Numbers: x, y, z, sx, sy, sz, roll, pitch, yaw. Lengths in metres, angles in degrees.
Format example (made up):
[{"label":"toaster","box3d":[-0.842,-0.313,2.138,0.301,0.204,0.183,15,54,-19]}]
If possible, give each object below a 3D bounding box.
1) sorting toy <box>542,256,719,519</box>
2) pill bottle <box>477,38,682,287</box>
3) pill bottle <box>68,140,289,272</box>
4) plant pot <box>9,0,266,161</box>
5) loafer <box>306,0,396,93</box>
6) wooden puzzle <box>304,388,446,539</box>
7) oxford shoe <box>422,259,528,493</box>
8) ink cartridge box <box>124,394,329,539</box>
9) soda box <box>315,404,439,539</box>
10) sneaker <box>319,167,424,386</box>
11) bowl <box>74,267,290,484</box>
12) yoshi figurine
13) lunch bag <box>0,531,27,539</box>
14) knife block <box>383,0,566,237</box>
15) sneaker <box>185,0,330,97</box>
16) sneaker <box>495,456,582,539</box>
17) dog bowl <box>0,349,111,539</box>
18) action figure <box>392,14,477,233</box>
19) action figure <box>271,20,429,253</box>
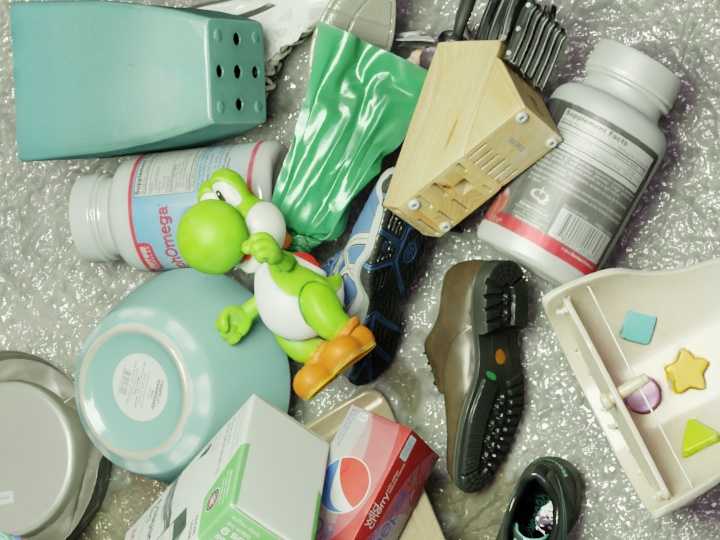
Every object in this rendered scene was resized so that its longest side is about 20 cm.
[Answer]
[{"label":"sorting toy","box3d":[0.275,0.079,1.315,0.179,0.107,0.201,-27,74,3]},{"label":"pill bottle","box3d":[0.191,-0.089,1.355,0.110,0.111,0.201,29,90,19]},{"label":"pill bottle","box3d":[-0.159,-0.056,1.455,0.198,0.109,0.110,-5,79,16]},{"label":"plant pot","box3d":[-0.190,-0.173,1.432,0.198,0.141,0.143,1,96,29]},{"label":"loafer","box3d":[-0.020,-0.174,1.437,0.071,0.063,0.202,12,98,-12]},{"label":"wooden puzzle","box3d":[-0.024,0.227,1.384,0.184,0.037,0.201,-32,52,10]},{"label":"oxford shoe","box3d":[0.095,0.091,1.386,0.084,0.072,0.202,5,88,45]},{"label":"ink cartridge box","box3d":[-0.121,0.224,1.303,0.084,0.146,0.200,34,118,-16]},{"label":"soda box","box3d":[-0.016,0.219,1.321,0.070,0.063,0.201,18,73,35]},{"label":"sneaker","box3d":[0.000,0.000,1.389,0.077,0.075,0.202,32,117,33]},{"label":"bowl","box3d":[-0.172,0.101,1.397,0.199,0.105,0.203,2,94,26]},{"label":"yoshi figurine","box3d":[-0.084,0.011,1.316,0.112,0.112,0.201,-37,84,3]},{"label":"lunch bag","box3d":[-0.239,0.333,1.355,0.122,0.170,0.200,-52,49,3]},{"label":"knife block","box3d":[0.090,-0.152,1.353,0.200,0.064,0.176,-39,47,18]},{"label":"sneaker","box3d":[-0.076,-0.202,1.484,0.199,0.076,0.117,-11,87,23]},{"label":"sneaker","box3d":[0.131,0.253,1.334,0.075,0.079,0.202,11,86,18]},{"label":"dog bowl","box3d":[-0.323,0.178,1.492,0.198,0.059,0.202,-3,80,17]},{"label":"action figure","box3d":[0.073,-0.137,1.425,0.129,0.069,0.202,6,79,24]},{"label":"action figure","box3d":[-0.023,-0.099,1.382,0.117,0.055,0.202,25,93,2]}]
